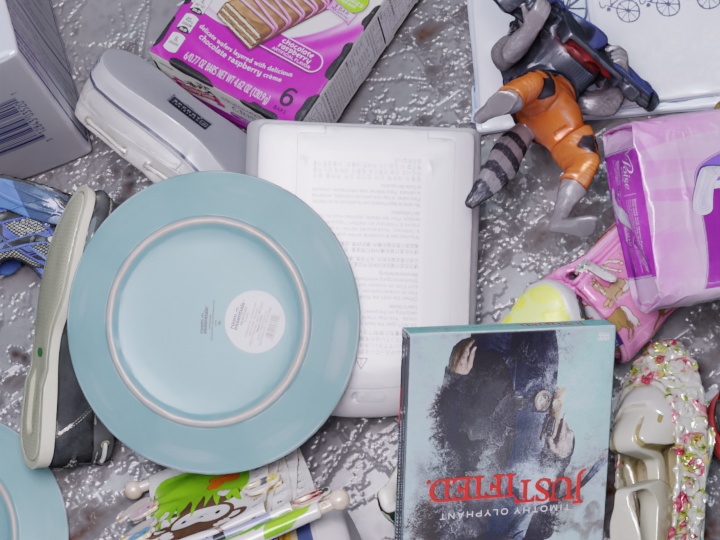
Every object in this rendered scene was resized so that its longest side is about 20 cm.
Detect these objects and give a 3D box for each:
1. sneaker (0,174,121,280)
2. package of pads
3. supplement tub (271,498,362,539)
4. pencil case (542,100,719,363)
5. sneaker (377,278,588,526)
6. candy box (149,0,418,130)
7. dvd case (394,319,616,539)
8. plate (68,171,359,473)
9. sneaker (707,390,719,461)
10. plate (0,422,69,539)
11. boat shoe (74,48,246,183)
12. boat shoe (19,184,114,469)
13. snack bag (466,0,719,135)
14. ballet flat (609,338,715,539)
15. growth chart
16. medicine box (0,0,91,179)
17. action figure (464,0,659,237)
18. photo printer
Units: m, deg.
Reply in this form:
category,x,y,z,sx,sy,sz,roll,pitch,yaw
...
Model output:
category,x,y,z,sx,sy,sz,roll,pitch,yaw
sneaker,-0.191,-0.011,1.273,0.198,0.075,0.079,15,88,18
package of pads,0.263,-0.048,1.126,0.198,0.076,0.122,-9,89,-11
supplement tub,-0.082,0.246,1.127,0.198,0.145,0.145,-21,71,1
pencil case,0.217,-0.029,1.199,0.200,0.087,0.083,-44,88,-9
sneaker,0.084,0.096,1.153,0.075,0.076,0.201,34,99,36
candy box,-0.044,-0.200,1.301,0.136,0.061,0.201,28,75,18
dvd case,0.092,0.133,1.126,0.145,0.022,0.202,-1,103,-17
plate,-0.100,0.034,1.155,0.198,0.026,0.202,0,87,5
sneaker,0.314,0.054,1.154,0.200,0.098,0.071,-37,69,-5
plate,-0.306,0.196,1.240,0.198,0.026,0.202,-2,71,7
boat shoe,-0.126,-0.077,1.278,0.199,0.072,0.066,37,119,0
boat shoe,-0.193,0.040,1.224,0.067,0.072,0.202,5,98,-24
snack bag,0.171,-0.200,1.296,0.198,0.021,0.190,-6,72,7
ballet flat,0.194,0.138,1.155,0.075,0.064,0.202,-17,65,44
growth chart,-0.092,0.152,1.152,0.144,0.200,0.018,-24,105,-8
medicine box,-0.291,-0.187,1.276,0.102,0.182,0.201,-20,70,1
action figure,0.108,-0.136,1.198,0.200,0.194,0.104,41,123,-17
photo printer,0.000,0.000,1.207,0.165,0.069,0.202,1,88,-4
